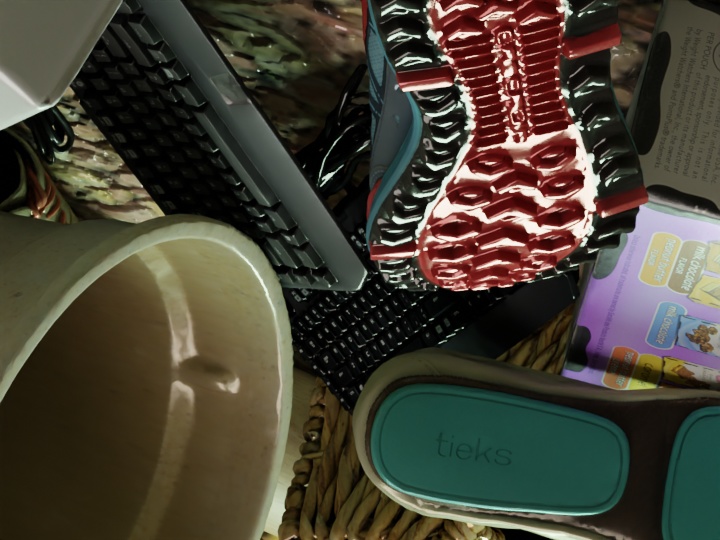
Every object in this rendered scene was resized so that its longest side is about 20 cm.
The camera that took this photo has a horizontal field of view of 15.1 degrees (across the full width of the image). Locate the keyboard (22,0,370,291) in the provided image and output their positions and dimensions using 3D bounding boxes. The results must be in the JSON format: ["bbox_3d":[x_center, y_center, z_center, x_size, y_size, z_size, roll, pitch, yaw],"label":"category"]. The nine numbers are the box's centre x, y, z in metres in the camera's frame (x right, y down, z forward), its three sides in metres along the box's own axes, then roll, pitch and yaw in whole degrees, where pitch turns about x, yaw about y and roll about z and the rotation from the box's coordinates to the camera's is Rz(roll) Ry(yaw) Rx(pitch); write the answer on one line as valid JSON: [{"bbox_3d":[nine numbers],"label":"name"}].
[{"bbox_3d":[-0.086,-0.062,0.879,0.127,0.021,0.200,9,146,41],"label":"keyboard"}]

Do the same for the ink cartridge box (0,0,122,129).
[{"bbox_3d":[-0.172,-0.098,0.787,0.145,0.084,0.200,41,150,-23],"label":"ink cartridge box"}]

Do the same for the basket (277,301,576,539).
[{"bbox_3d":[0.082,0.110,1.076,0.148,0.143,0.200,-1,154,35],"label":"basket"}]

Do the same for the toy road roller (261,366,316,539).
[{"bbox_3d":[-0.088,0.119,1.201,0.122,0.147,0.200,26,156,-26],"label":"toy road roller"}]

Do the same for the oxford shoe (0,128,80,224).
[{"bbox_3d":[-0.138,-0.011,1.025,0.075,0.071,0.200,-9,148,41],"label":"oxford shoe"}]

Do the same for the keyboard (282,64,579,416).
[{"bbox_3d":[0.000,0.000,0.936,0.104,0.040,0.200,55,153,4],"label":"keyboard"}]

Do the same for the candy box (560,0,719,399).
[{"bbox_3d":[0.173,0.003,0.858,0.199,0.072,0.168,14,158,3],"label":"candy box"}]

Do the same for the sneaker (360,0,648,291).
[{"bbox_3d":[0.036,-0.071,0.745,0.079,0.096,0.200,-5,147,-3],"label":"sneaker"}]

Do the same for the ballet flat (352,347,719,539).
[{"bbox_3d":[0.096,0.067,0.900,0.199,0.070,0.070,17,158,4],"label":"ballet flat"}]

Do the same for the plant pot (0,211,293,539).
[{"bbox_3d":[-0.153,0.052,0.911,0.183,0.201,0.201,19,162,26],"label":"plant pot"}]
